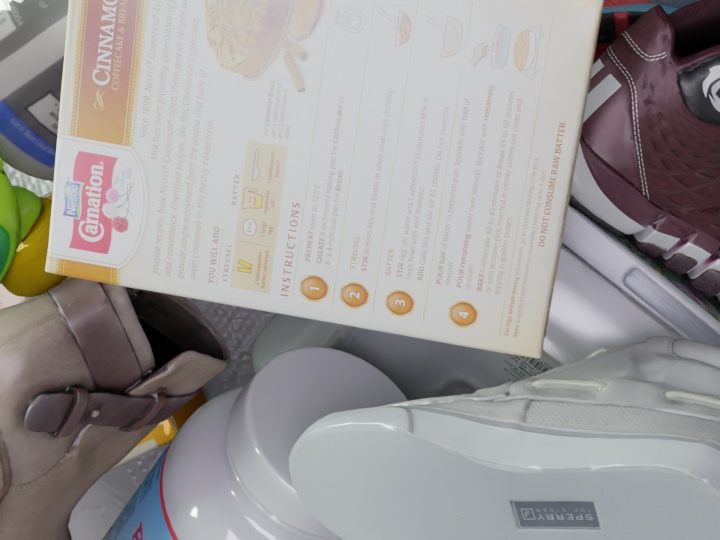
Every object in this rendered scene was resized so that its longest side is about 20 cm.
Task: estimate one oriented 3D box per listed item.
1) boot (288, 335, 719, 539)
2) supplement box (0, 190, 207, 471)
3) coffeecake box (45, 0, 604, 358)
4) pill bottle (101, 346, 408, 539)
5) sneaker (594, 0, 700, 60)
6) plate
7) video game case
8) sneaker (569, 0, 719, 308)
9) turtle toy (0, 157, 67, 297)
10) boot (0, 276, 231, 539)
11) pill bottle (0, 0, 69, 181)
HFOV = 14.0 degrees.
[{"bbox_3d":[0.077,0.071,1.170,0.199,0.096,0.074,5,122,26],"label":"boot"},{"bbox_3d":[-0.190,0.057,1.362,0.199,0.074,0.126,-27,96,12],"label":"supplement box"},{"bbox_3d":[-0.014,-0.064,1.138,0.199,0.073,0.154,10,117,3],"label":"coffeecake box"},{"bbox_3d":[-0.050,0.120,1.295,0.109,0.109,0.200,35,137,-1],"label":"pill bottle"},{"bbox_3d":[0.152,-0.107,1.276,0.199,0.096,0.080,-7,128,-4],"label":"sneaker"},{"bbox_3d":[0.057,0.060,1.271,0.199,0.032,0.200,38,142,-1],"label":"plate"},{"bbox_3d":[0.156,0.015,1.273,0.200,0.143,0.018,39,104,-2],"label":"video game case"},{"bbox_3d":[0.173,-0.044,1.223,0.200,0.076,0.116,29,110,-31],"label":"sneaker"},{"bbox_3d":[-0.222,-0.022,1.209,0.199,0.101,0.146,-5,132,41],"label":"turtle toy"},{"bbox_3d":[-0.119,0.068,1.239,0.146,0.200,0.070,-34,68,7],"label":"boot"},{"bbox_3d":[-0.079,-0.133,1.219,0.200,0.114,0.114,-31,96,22],"label":"pill bottle"}]
